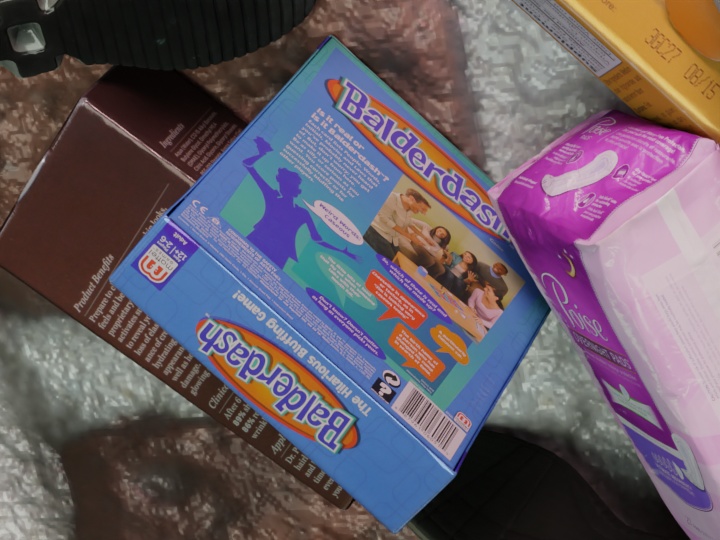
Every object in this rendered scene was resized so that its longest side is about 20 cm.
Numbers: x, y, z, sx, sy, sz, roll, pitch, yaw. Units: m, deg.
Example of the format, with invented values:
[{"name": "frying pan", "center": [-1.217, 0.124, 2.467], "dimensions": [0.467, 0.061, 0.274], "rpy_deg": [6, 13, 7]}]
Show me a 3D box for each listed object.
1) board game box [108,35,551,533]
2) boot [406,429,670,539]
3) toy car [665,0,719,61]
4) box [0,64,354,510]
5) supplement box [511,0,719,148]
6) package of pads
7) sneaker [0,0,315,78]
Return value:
[{"name": "board game box", "center": [0.000, 0.000, 1.211], "dimensions": [0.152, 0.200, 0.045], "rpy_deg": [42, 122, -2]}, {"name": "boot", "center": [0.099, 0.169, 1.324], "dimensions": [0.203, 0.073, 0.154], "rpy_deg": [29, 146, 33]}, {"name": "toy car", "center": [0.182, -0.149, 1.086], "dimensions": [0.200, 0.184, 0.177], "rpy_deg": [-31, 101, 32]}, {"name": "box", "center": [-0.054, 0.004, 1.306], "dimensions": [0.200, 0.075, 0.100], "rpy_deg": [35, 121, -1]}, {"name": "supplement box", "center": [0.133, -0.094, 1.186], "dimensions": [0.200, 0.069, 0.067], "rpy_deg": [43, 84, -4]}, {"name": "package of pads", "center": [0.141, 0.037, 1.209], "dimensions": [0.076, 0.120, 0.200], "rpy_deg": [-35, 110, -11]}, {"name": "sneaker", "center": [-0.119, -0.134, 1.266], "dimensions": [0.200, 0.089, 0.074], "rpy_deg": [-5, 141, -3]}]
